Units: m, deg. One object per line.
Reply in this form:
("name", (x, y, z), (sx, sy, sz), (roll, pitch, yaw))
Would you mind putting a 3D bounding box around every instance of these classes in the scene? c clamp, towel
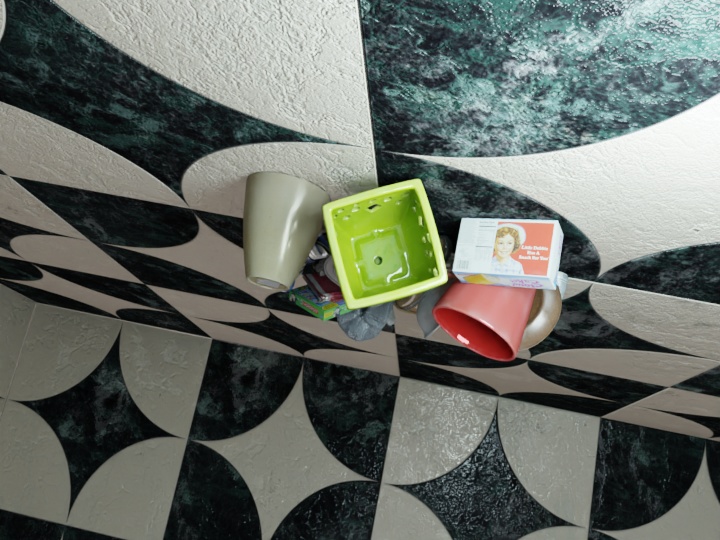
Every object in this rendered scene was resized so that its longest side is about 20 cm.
("c clamp", (0.000, 0.000, 1.698), (0.199, 0.027, 0.170), (41, 130, -15))
("towel", (-0.033, 0.030, 1.871), (0.195, 0.023, 0.144), (-5, -155, -24))

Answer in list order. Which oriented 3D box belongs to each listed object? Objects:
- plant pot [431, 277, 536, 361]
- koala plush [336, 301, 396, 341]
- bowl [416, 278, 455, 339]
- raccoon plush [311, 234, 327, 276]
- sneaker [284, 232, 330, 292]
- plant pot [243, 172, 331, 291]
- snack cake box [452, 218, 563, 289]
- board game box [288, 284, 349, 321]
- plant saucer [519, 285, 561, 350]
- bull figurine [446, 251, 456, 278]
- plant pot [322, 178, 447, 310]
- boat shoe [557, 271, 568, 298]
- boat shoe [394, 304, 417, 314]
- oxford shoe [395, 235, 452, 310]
("plant pot", (0.276, 0.062, 1.571), (0.198, 0.179, 0.201), (30, 161, 11))
("koala plush", (0.019, 0.103, 2.059), (0.173, 0.188, 0.200), (17, 178, 8))
("bowl", (0.200, 0.067, 1.826), (0.090, 0.201, 0.201), (45, 165, 6))
("raccoon plush", (-0.025, -0.026, 1.786), (0.132, 0.099, 0.198), (15, 168, -39))
("sneaker", (-0.135, -0.024, 1.752), (0.143, 0.081, 0.204), (13, 125, 22))
("plant pot", (-0.168, -0.069, 1.538), (0.182, 0.205, 0.188), (10, 165, 3))
("snack cake box", (0.288, -0.035, 1.458), (0.196, 0.118, 0.067), (4, 161, 29))
("board game box", (-0.062, 0.062, 1.859), (0.133, 0.030, 0.197), (26, -149, 38))
("plant saucer", (0.346, 0.077, 1.652), (0.197, 0.205, 0.037), (-1, 152, 39))
("bull figurine", (0.174, -0.011, 1.709), (0.120, 0.067, 0.198), (7, 168, -42))
("plant pot", (0.041, -0.036, 1.418), (0.195, 0.204, 0.182), (-14, 172, -4))
("boat shoe", (0.384, 0.040, 1.721), (0.198, 0.073, 0.069), (-1, 161, 45))
("boat shoe", (0.165, 0.092, 2.074), (0.197, 0.073, 0.064), (1, 162, 40))
("oxford shoe", (0.116, 0.005, 1.621), (0.083, 0.203, 0.073), (-5, -137, -42))
